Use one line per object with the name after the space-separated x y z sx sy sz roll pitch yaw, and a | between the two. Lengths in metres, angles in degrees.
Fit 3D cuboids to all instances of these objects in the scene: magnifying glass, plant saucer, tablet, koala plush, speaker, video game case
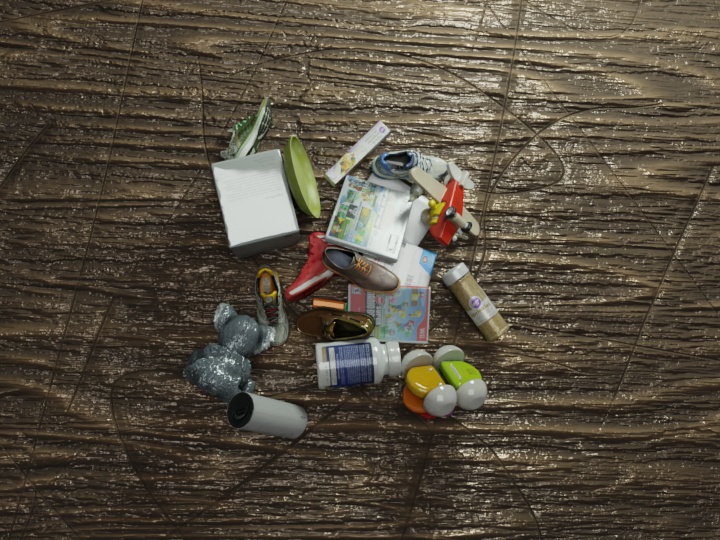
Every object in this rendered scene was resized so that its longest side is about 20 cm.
-0.019 0.093 1.577 0.198 0.022 0.080 8 83 -3 | magnifying glass
-0.143 -0.219 1.518 0.031 0.200 0.202 -15 85 10 | plant saucer
0.091 -0.160 1.617 0.199 0.014 0.131 35 82 -1 | tablet
-0.296 0.190 1.469 0.176 0.184 0.201 30 78 -1 | koala plush
-0.209 0.330 1.444 0.081 0.200 0.082 -13 65 30 | speaker
0.025 -0.128 1.552 0.181 0.022 0.201 17 59 0 | video game case
0.068 0.105 1.546 0.198 0.017 0.144 2 107 3 | video game case

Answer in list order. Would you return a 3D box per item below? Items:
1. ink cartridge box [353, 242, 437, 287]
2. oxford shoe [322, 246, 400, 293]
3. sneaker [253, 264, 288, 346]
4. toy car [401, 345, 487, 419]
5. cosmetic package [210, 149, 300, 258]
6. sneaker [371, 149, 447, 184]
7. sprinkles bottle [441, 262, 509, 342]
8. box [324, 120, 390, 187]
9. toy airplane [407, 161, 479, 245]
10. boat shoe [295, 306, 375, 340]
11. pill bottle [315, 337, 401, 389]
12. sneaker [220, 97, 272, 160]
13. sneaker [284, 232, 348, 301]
0.076 -0.015 1.572 0.198 0.068 0.117 18 83 -2 | ink cartridge box
0.000 0.000 1.491 0.198 0.073 0.072 20 79 4 | oxford shoe
-0.222 0.085 1.531 0.077 0.082 0.202 -13 86 -7 | sneaker
0.191 0.284 1.513 0.198 0.175 0.151 -6 127 -24 | toy car
-0.244 -0.155 1.513 0.165 0.167 0.202 -14 84 -6 | cosmetic package
0.131 -0.259 1.589 0.198 0.085 0.078 -1 81 -11 | sneaker
0.285 0.079 1.579 0.068 0.068 0.201 -36 88 -7 | sprinkles bottle
-0.008 -0.293 1.610 0.039 0.041 0.200 45 82 1 | box
0.205 -0.162 1.565 0.198 0.141 0.202 -18 84 -50 | toy airplane
-0.067 0.129 1.521 0.198 0.068 0.073 -3 103 13 | boat shoe
-0.006 0.219 1.519 0.198 0.111 0.112 -5 84 -5 | pill bottle
-0.287 -0.348 1.582 0.088 0.077 0.201 24 80 7 | sneaker
-0.121 -0.016 1.564 0.199 0.078 0.116 -32 79 -19 | sneaker
